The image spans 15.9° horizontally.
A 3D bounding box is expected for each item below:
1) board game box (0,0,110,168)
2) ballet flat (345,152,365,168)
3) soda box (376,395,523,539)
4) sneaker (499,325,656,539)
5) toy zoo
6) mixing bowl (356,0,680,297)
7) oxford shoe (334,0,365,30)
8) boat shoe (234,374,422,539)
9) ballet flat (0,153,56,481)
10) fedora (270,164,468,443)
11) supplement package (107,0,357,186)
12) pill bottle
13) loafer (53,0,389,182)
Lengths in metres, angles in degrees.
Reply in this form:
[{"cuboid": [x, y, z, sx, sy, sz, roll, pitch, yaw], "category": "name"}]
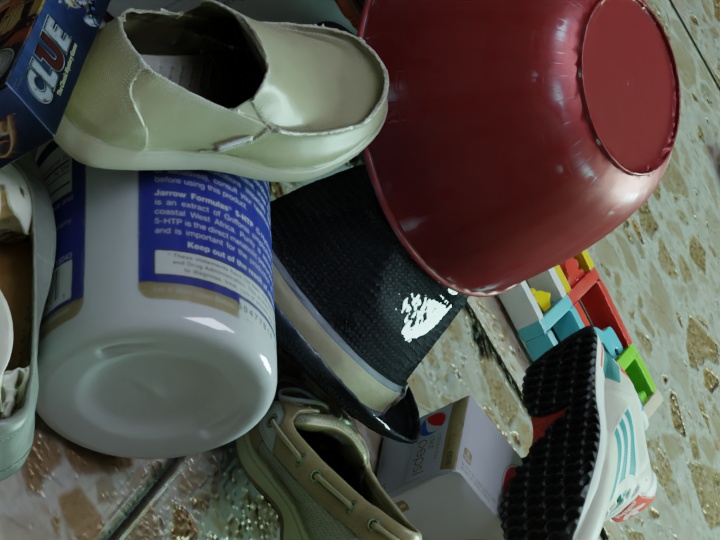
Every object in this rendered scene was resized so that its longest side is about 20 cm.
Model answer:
[{"cuboid": [-0.176, -0.101, 1.191, 0.035, 0.135, 0.201, 49, 30, -25], "category": "board game box"}, {"cuboid": [0.041, -0.065, 1.467, 0.200, 0.064, 0.076, 39, 79, -40], "category": "ballet flat"}, {"cuboid": [0.090, 0.170, 1.514, 0.200, 0.063, 0.068, 50, 30, -25], "category": "soda box"}, {"cuboid": [0.138, 0.121, 1.493, 0.093, 0.070, 0.200, 46, 28, -21], "category": "sneaker"}, {"cuboid": [0.138, 0.026, 1.769, 0.201, 0.020, 0.131, 63, 27, -4], "category": "toy zoo"}, {"cuboid": [0.098, -0.091, 1.357, 0.200, 0.108, 0.202, 13, 74, -50], "category": "mixing bowl"}, {"cuboid": [0.038, -0.164, 1.439, 0.200, 0.073, 0.072, 4, 58, -63], "category": "oxford shoe"}, {"cuboid": [-0.014, 0.105, 1.321, 0.073, 0.063, 0.201, 32, 16, -23], "category": "boat shoe"}, {"cuboid": [-0.171, -0.001, 1.179, 0.067, 0.064, 0.201, 1, 58, -10], "category": "ballet flat"}, {"cuboid": [0.000, 0.000, 1.403, 0.201, 0.091, 0.201, 49, 7, -9], "category": "fedora"}, {"cuboid": [-0.046, -0.159, 1.496, 0.200, 0.113, 0.110, 41, 34, -39], "category": "supplement package"}, {"cuboid": [-0.103, -0.021, 1.271, 0.120, 0.119, 0.201, 37, 38, -42], "category": "pill bottle"}, {"cuboid": [-0.056, -0.087, 1.219, 0.199, 0.068, 0.076, -9, 63, -42], "category": "loafer"}]
